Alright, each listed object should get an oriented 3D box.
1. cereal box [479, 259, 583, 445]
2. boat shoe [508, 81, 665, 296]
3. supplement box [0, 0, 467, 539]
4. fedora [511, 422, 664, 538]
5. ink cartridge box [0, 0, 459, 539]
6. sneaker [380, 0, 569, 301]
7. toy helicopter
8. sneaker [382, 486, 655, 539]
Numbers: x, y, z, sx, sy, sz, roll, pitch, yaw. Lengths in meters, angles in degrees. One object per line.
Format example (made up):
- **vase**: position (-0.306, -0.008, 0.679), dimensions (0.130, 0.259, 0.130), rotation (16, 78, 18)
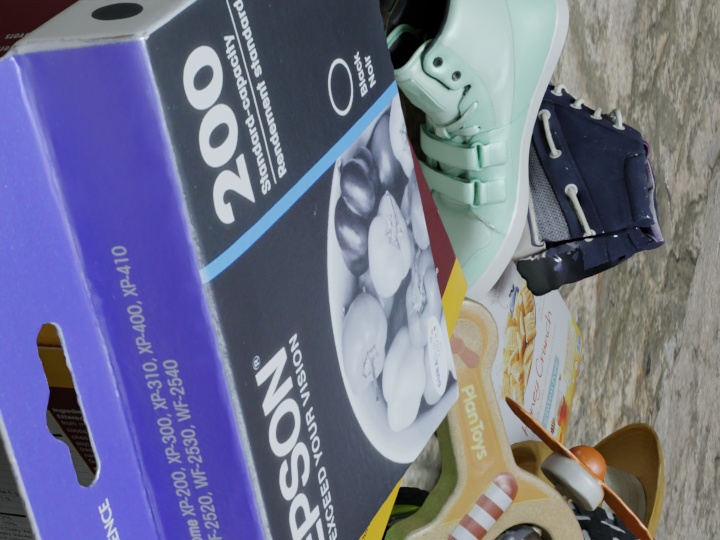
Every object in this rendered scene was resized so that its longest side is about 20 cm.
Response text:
- **cereal box**: position (0.092, 0.057, 1.107), dimensions (0.200, 0.039, 0.144), rotation (54, 44, -52)
- **boat shoe**: position (0.130, -0.083, 1.055), dimensions (0.075, 0.092, 0.201), rotation (50, 28, -58)
- **supplement box**: position (-0.069, 0.012, 0.653), dimensions (0.200, 0.132, 0.198), rotation (65, 36, -44)
- **fedora**: position (0.102, 0.166, 1.031), dimensions (0.201, 0.082, 0.201), rotation (-57, -169, 17)
- **ink cartridge box**: position (-0.037, 0.005, 0.517), dimensions (0.200, 0.043, 0.199), rotation (-48, 133, -51)
- **sneaker**: position (0.043, -0.079, 0.979), dimensions (0.118, 0.074, 0.201), rotation (8, 98, -43)
- **toy helicopter**: position (0.068, 0.100, 0.831), dimensions (0.132, 0.079, 0.201), rotation (-22, 113, -19)
- **sneaker**: position (0.079, 0.172, 0.931), dimensions (0.074, 0.199, 0.081), rotation (-69, 166, -62)
